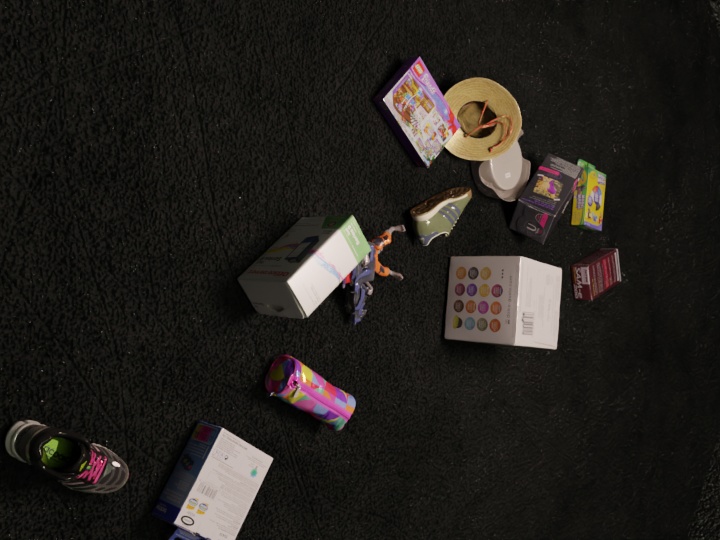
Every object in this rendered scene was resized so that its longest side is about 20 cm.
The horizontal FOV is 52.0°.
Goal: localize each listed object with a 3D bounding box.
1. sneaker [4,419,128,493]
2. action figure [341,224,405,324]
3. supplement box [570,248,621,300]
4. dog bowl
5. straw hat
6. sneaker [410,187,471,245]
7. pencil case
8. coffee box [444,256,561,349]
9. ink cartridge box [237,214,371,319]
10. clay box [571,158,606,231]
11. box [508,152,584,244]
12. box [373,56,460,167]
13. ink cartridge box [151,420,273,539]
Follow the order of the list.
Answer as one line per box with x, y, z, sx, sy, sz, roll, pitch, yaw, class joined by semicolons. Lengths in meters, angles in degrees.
-0.413;0.280;1.074;0.200;0.087;0.074;43;63;-38;sneaker
0.000;0.000;1.506;0.193;0.105;0.201;-12;125;-38;action figure
0.714;0.010;2.235;0.200;0.061;0.109;-21;106;-44;supplement box
0.349;-0.273;1.850;0.200;0.059;0.201;-3;94;-45;dog bowl
0.273;-0.357;1.743;0.085;0.200;0.202;-87;162;-71;straw hat
0.187;-0.121;1.692;0.200;0.067;0.090;-30;120;-41;sneaker
-0.094;0.235;1.403;0.200;0.088;0.089;38;65;-41;pencil case
0.339;0.077;1.756;0.200;0.197;0.201;10;84;-47;coffee box
-0.101;-0.010;1.339;0.200;0.145;0.088;-48;123;-33;ink cartridge box
0.682;-0.225;2.201;0.115;0.047;0.201;10;86;-46;clay box
0.485;-0.188;1.928;0.200;0.106;0.122;-52;161;-30;box
0.127;-0.344;1.618;0.137;0.039;0.200;-51;126;-18;box
-0.255;0.377;1.249;0.136;0.076;0.201;43;61;-37;ink cartridge box
